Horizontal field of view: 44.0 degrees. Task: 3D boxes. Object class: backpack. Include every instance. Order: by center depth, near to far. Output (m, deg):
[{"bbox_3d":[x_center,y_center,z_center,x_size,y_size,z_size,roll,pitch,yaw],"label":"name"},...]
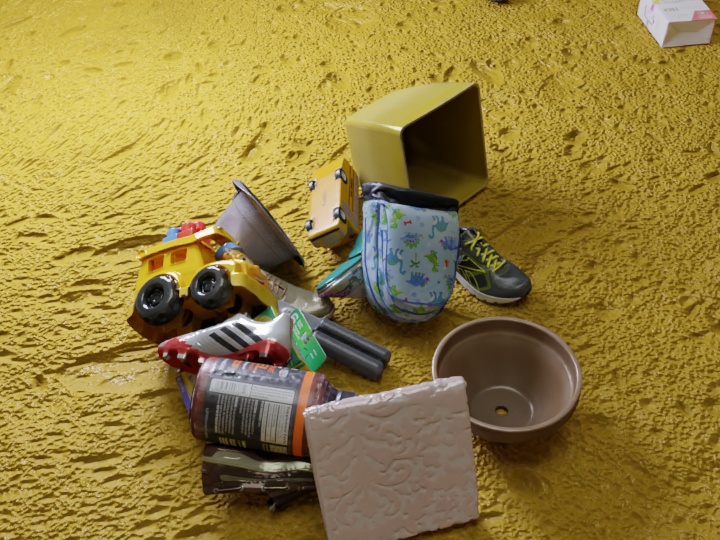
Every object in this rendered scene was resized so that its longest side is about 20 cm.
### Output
[{"bbox_3d":[0.075,-0.021,1.345,0.162,0.201,0.154,10,5,-23],"label":"backpack"}]

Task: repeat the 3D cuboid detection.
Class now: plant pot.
[{"bbox_3d":[0.194,0.165,1.208,0.199,0.093,0.201,-1,42,0],"label":"plant pot"},{"bbox_3d":[0.088,-0.215,1.567,0.200,0.201,0.176,-35,39,-31],"label":"plant pot"}]

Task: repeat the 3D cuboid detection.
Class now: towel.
[{"bbox_3d":[0.041,0.234,1.079,0.199,0.192,0.032,-11,14,-10],"label":"towel"}]

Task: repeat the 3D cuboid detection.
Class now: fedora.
[{"bbox_3d":[-0.173,-0.054,1.422,0.090,0.177,0.200,-39,23,-1],"label":"fedora"}]

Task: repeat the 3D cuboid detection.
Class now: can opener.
[{"bbox_3d":[-0.055,0.108,1.317,0.199,0.067,0.053,26,47,9],"label":"can opener"}]

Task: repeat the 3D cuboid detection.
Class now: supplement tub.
[{"bbox_3d":[-0.106,0.174,1.117,0.199,0.107,0.107,8,43,3],"label":"supplement tub"}]

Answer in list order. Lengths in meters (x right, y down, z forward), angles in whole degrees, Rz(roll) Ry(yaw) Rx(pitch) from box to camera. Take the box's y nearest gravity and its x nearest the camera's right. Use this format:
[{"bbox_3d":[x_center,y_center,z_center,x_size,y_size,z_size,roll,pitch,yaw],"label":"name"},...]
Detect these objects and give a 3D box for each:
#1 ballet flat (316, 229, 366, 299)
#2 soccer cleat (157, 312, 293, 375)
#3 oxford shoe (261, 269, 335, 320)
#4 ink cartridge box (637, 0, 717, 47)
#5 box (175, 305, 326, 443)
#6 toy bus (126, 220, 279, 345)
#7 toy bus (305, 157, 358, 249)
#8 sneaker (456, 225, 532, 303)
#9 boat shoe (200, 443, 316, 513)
[{"bbox_3d":[0.000,0.000,1.409,0.069,0.071,0.200,-25,18,36],"label":"ballet flat"},{"bbox_3d":[-0.180,0.097,1.200,0.199,0.069,0.086,-6,47,24],"label":"soccer cleat"},{"bbox_3d":[-0.138,0.040,1.368,0.199,0.074,0.071,5,41,6],"label":"oxford shoe"},{"bbox_3d":[0.711,-0.590,2.032,0.116,0.068,0.201,-5,44,-4],"label":"ink cartridge box"},{"bbox_3d":[-0.150,0.137,1.224,0.200,0.048,0.117,-36,48,0],"label":"box"},{"bbox_3d":[-0.228,0.002,1.306,0.199,0.136,0.193,-16,58,19],"label":"toy bus"},{"bbox_3d":[-0.045,-0.109,1.517,0.065,0.078,0.201,-22,39,19],"label":"toy bus"},{"bbox_3d":[0.181,-0.018,1.413,0.199,0.085,0.074,27,50,28],"label":"sneaker"},{"bbox_3d":[-0.103,0.270,1.135,0.201,0.075,0.075,9,81,-2],"label":"boat shoe"}]
